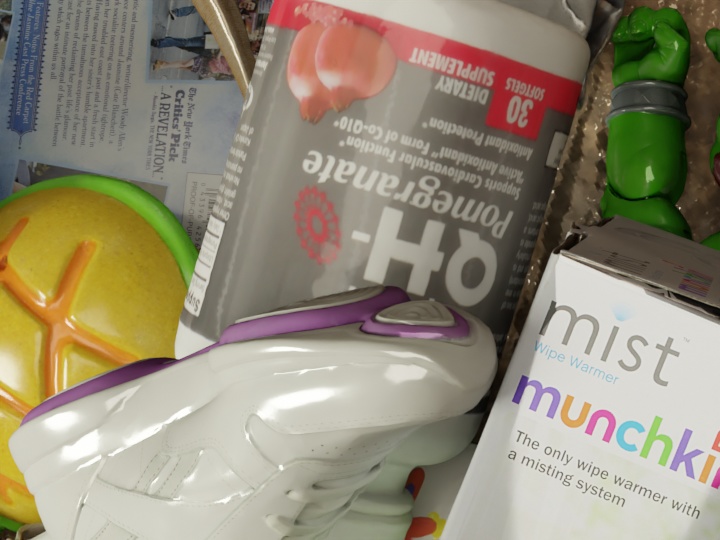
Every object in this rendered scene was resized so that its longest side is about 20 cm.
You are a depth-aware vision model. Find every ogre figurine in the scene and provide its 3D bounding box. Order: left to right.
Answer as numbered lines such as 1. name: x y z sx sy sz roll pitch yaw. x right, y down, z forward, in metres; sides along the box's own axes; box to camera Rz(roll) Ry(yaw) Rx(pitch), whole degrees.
1. ogre figurine: 0.160 -0.016 0.837 0.199 0.098 0.120 28 90 11

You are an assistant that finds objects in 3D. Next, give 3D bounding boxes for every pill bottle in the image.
1. pill bottle: 0.000 0.000 0.778 0.110 0.111 0.201 17 94 11

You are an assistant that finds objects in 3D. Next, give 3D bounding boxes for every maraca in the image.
1. maraca: -0.130 0.043 0.885 0.200 0.107 0.138 -30 72 33

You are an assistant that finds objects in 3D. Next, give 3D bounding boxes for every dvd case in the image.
1. dvd case: -0.128 -0.074 0.936 0.199 0.018 0.144 5 85 11

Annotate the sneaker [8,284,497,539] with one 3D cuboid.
1. sneaker: -0.025 0.064 0.675 0.200 0.075 0.100 -23 82 47

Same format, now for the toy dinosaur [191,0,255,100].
1. toy dinosaur: -0.066 -0.127 0.881 0.060 0.106 0.201 -25 69 -12

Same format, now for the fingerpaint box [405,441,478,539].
1. fingerpaint box: 0.010 0.161 0.862 0.166 0.073 0.201 11 85 10

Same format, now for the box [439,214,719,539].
1. box: 0.079 0.081 0.707 0.096 0.200 0.177 23 97 9

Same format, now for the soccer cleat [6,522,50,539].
1. soccer cleat: -0.118 0.140 0.856 0.200 0.069 0.078 -47 60 46

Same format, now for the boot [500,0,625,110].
1. boot: 0.040 -0.080 0.863 0.095 0.074 0.201 31 111 8
